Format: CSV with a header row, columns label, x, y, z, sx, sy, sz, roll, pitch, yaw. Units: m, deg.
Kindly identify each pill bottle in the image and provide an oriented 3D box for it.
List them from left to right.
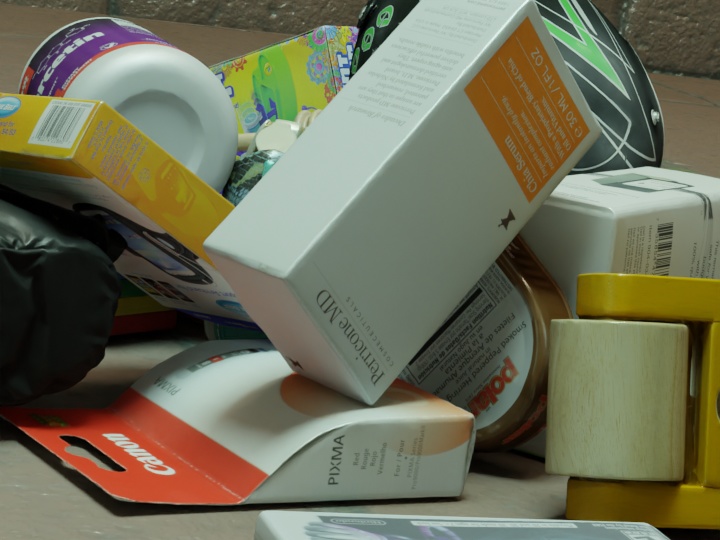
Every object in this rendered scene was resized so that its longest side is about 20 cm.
label,x,y,z,sx,sy,sz,roll,pitch,yaw
pill bottle,-0.152,-0.096,1.429,0.112,0.113,0.200,4,11,-20

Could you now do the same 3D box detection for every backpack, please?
label,x,y,z,sx,sy,sz,roll,pitch,yaw
backpack,-0.239,0.003,1.196,0.166,0.127,0.200,15,3,-41

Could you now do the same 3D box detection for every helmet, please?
label,x,y,z,sx,sy,sz,roll,pitch,yaw
helmet,0.091,-0.096,1.460,0.199,0.201,0.191,4,38,-22

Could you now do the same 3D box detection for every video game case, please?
label,x,y,z,sx,sy,sz,roll,pitch,yaw
video game case,0.072,0.143,0.980,0.199,0.023,0.182,4,12,-19

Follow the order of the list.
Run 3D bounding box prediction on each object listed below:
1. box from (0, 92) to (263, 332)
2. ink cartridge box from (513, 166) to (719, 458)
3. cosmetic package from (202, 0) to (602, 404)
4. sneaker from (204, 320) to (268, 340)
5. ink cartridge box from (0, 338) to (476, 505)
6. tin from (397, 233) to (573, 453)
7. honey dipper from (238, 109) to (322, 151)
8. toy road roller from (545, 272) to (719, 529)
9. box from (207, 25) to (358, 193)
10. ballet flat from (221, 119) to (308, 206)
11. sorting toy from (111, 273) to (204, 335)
label,x,y,z,sx,sy,sz,roll,pitch,yaw
box,-0.114,-0.027,1.232,0.119,0.042,0.200,9,-21,47
ink cartridge box,0.149,0.021,1.331,0.084,0.146,0.200,13,12,32
cosmetic package,0.025,-0.043,1.164,0.071,0.200,0.102,20,-27,47
sneaker,-0.010,0.021,1.411,0.080,0.072,0.200,12,10,37
ink cartridge box,-0.066,0.072,1.170,0.199,0.050,0.162,5,11,-33
tin,0.037,0.010,1.252,0.042,0.112,0.200,5,43,-54
honey dipper,-0.089,-0.088,1.555,0.199,0.038,0.038,-1,7,22
toy road roller,0.172,0.069,1.198,0.199,0.124,0.146,4,-3,-23
box,-0.028,-0.097,1.681,0.199,0.123,0.192,-14,-6,40
ballet flat,-0.050,-0.062,1.448,0.074,0.075,0.200,8,10,-2
sorting toy,-0.160,-0.013,1.477,0.199,0.070,0.198,16,13,37
